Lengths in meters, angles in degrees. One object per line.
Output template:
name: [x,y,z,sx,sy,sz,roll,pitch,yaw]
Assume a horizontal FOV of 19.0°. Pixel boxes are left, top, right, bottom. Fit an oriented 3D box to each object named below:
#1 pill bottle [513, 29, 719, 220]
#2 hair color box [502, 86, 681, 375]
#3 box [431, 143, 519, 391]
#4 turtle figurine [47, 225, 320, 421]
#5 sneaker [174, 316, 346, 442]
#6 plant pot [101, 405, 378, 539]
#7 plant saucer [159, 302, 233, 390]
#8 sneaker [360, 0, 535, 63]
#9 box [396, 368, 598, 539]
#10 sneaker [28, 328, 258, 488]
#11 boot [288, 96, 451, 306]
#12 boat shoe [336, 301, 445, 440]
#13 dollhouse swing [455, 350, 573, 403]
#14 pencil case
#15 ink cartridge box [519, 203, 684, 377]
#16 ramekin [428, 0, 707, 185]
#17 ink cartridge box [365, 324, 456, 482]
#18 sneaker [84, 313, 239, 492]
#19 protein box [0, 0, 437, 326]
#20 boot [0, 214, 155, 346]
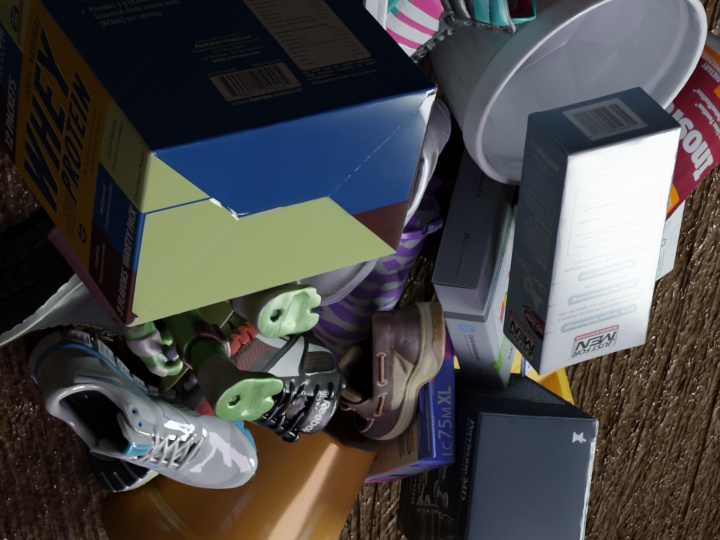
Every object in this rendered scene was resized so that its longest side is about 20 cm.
pill bottle: [0.217,-0.094,1.699,0.200,0.113,0.113,-48,153,-11]
hair color box: [0.168,-0.028,1.585,0.098,0.061,0.201,-15,130,-23]
box: [0.105,-0.013,1.733,0.041,0.157,0.200,9,155,14]
turtle figurine: [-0.096,0.005,1.410,0.144,0.194,0.200,-42,143,-6]
sneaker: [-0.066,0.083,1.603,0.071,0.098,0.200,-47,170,18]
plant pot: [-0.085,0.183,1.800,0.184,0.200,0.200,-53,147,13]
plant saucer: [-0.094,-0.001,1.573,0.201,0.031,0.200,-53,-175,6]
sneaker: [0.059,-0.177,1.471,0.120,0.084,0.201,4,143,-2]
box: [0.111,0.173,1.805,0.106,0.200,0.150,5,97,-15]
sneaker: [-0.164,0.125,1.633,0.199,0.087,0.075,28,110,-22]
boot: [-0.005,-0.039,1.571,0.201,0.073,0.096,-59,-177,29]
boat shoe: [0.011,0.080,1.702,0.071,0.073,0.200,1,158,-14]
dollhouse swing: [0.162,0.122,1.984,0.175,0.183,0.199,-26,158,33]
pencil case: [0.000,0.000,1.716,0.085,0.084,0.201,-36,161,-44]
ink cartridge box: [0.201,-0.030,1.849,0.199,0.041,0.200,-33,146,-28]
ramekin: [0.144,-0.168,1.574,0.199,0.105,0.201,-24,150,-15]
ink cartridge box: [0.041,0.109,1.795,0.042,0.120,0.200,2,169,-14]
sneaker: [-0.145,0.108,1.736,0.200,0.078,0.090,-47,155,26]
protein box: [-0.096,-0.101,1.320,0.197,0.200,0.136,-15,138,-30]
boot: [-0.219,0.032,1.538,0.199,0.078,0.139,-30,149,-5]
